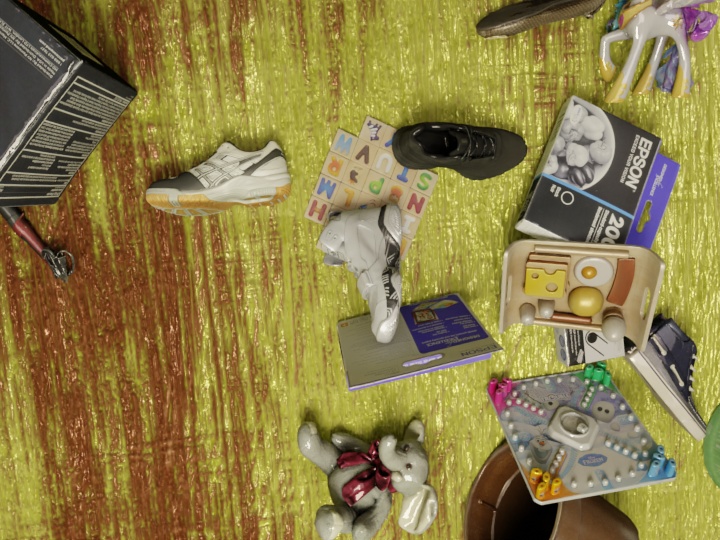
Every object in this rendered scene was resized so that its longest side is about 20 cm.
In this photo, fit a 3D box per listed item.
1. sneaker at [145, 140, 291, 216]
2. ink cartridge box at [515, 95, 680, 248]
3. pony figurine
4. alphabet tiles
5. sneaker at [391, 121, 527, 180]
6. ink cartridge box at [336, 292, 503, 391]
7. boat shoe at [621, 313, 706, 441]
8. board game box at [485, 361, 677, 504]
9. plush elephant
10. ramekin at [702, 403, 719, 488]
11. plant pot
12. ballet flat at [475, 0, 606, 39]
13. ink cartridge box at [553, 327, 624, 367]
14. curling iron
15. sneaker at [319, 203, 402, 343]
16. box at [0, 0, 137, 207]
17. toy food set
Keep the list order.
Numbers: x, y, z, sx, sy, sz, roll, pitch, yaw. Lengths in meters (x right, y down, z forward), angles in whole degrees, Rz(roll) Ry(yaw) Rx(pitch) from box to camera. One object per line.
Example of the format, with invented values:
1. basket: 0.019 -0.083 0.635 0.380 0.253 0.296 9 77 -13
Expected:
1. sneaker: -0.195 -0.130 0.767 0.194 0.076 0.090 -7 82 -7
2. ink cartridge box: 0.345 -0.111 0.784 0.196 0.043 0.202 25 81 -1
3. pony figurine: 0.419 -0.343 0.757 0.187 0.167 0.205 -4 115 -2
4. alphabet tiles: 0.016 -0.109 0.811 0.163 0.006 0.205 22 95 -8
5. sneaker: 0.145 -0.168 0.771 0.194 0.091 0.078 -2 94 -11
6. ink cartridge box: 0.069 0.102 0.745 0.192 0.200 0.045 -13 108 -3
7. boat shoe: 0.489 0.161 0.851 0.092 0.075 0.201 -40 98 8
8. board game box: 0.300 0.216 0.782 0.194 0.202 0.026 -8 125 -5
9. plush elephant: 0.029 0.288 0.789 0.154 0.166 0.200 -37 128 14
10. ramekin: 0.660 0.289 0.871 0.194 0.098 0.206 -1 97 -5
11. plant pot: 0.287 0.386 0.812 0.196 0.200 0.203 32 94 -15
12. ballet flat: 0.256 -0.356 0.781 0.195 0.068 0.047 -21 131 -5
13. ink cartridge box: 0.336 0.033 0.838 0.091 0.044 0.206 -10 97 -5
14. curling iron: -0.463 -0.068 0.761 0.049 0.026 0.201 -35 96 38
15. sneaker: 0.000 0.000 0.757 0.111 0.076 0.205 1 63 3
16. box: -0.400 -0.191 0.666 0.122 0.200 0.200 38 92 -9
17. toy food set: 0.290 0.039 0.755 0.194 0.061 0.147 5 125 17
